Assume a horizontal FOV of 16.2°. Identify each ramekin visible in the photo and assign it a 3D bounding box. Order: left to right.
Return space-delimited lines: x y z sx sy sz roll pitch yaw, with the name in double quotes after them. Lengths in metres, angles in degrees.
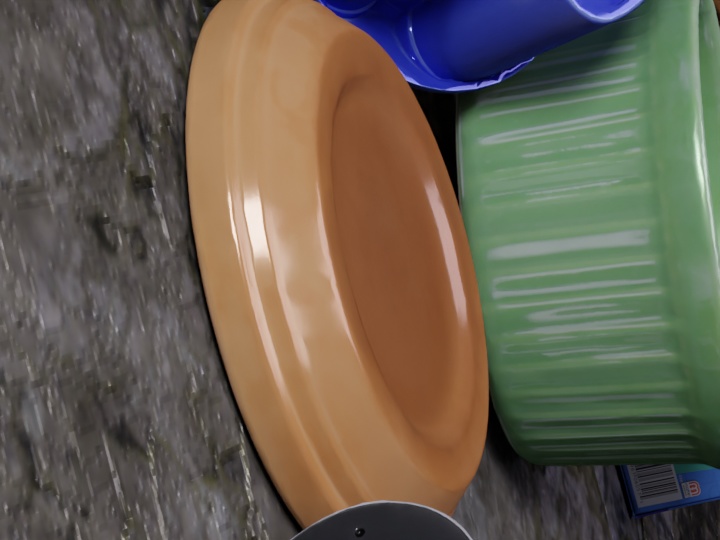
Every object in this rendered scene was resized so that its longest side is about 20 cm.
0.102 -0.015 1.018 0.200 0.097 0.201 -7 90 -78 "ramekin"

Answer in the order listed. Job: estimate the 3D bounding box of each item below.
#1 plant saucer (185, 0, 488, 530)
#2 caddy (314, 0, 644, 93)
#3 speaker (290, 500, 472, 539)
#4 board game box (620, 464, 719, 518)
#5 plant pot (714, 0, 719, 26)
0.000 0.000 0.843 0.200 0.037 0.201 -14 90 -71 "plant saucer"
0.044 -0.165 0.936 0.141 0.105 0.201 30 63 -28 "caddy"
0.035 0.155 0.769 0.200 0.081 0.082 58 25 -44 "speaker"
0.205 0.020 1.173 0.045 0.199 0.153 -37 113 -70 "board game box"
0.137 -0.190 1.219 0.200 0.139 0.201 -15 90 -72 "plant pot"
